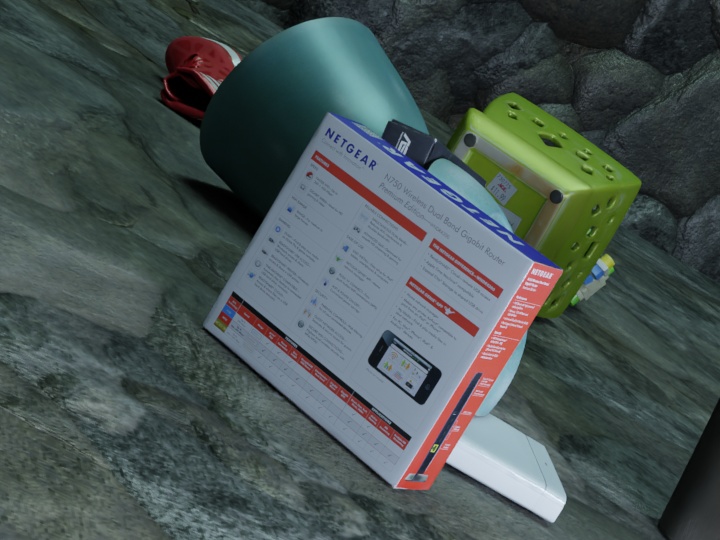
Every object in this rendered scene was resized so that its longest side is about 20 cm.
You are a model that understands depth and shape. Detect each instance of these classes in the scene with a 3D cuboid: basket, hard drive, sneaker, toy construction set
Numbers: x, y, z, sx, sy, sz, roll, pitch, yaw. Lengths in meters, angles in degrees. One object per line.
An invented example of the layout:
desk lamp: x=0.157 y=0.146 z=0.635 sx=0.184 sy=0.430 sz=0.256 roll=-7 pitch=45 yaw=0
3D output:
basket: x=0.347 y=0.159 z=1.621 sx=0.136 sy=0.201 sz=0.180 roll=23 pitch=14 yaw=-42
hard drive: x=0.058 y=0.112 z=1.475 sx=0.199 sy=0.027 sz=0.132 roll=30 pitch=10 yaw=-9
sneaker: x=-0.184 y=-0.221 z=2.176 sx=0.115 sy=0.079 sz=0.200 roll=23 pitch=12 yaw=-47
toy construction set: x=0.252 y=-0.039 z=2.503 sx=0.201 sy=0.092 sz=0.131 roll=64 pitch=3 yaw=35

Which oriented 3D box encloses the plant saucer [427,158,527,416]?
plant saucer: x=0.095 y=0.010 z=1.506 sx=0.038 sy=0.203 sz=0.201 roll=-10 pitch=-3 yaw=18

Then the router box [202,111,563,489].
router box: x=0.012 y=0.020 z=1.337 sx=0.200 sy=0.180 sz=0.049 roll=38 pitch=13 yaw=29

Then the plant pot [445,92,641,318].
plant pot: x=0.171 y=-0.069 z=2.210 sx=0.200 sy=0.200 sz=0.181 roll=35 pitch=17 yaw=16

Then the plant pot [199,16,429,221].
plant pot: x=-0.025 y=-0.106 z=1.814 sx=0.200 sy=0.201 sz=0.161 roll=17 pitch=31 yaw=-55

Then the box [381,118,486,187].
box: x=0.033 y=-0.025 z=1.584 sx=0.049 sy=0.162 sz=0.200 roll=26 pitch=-1 yaw=16
